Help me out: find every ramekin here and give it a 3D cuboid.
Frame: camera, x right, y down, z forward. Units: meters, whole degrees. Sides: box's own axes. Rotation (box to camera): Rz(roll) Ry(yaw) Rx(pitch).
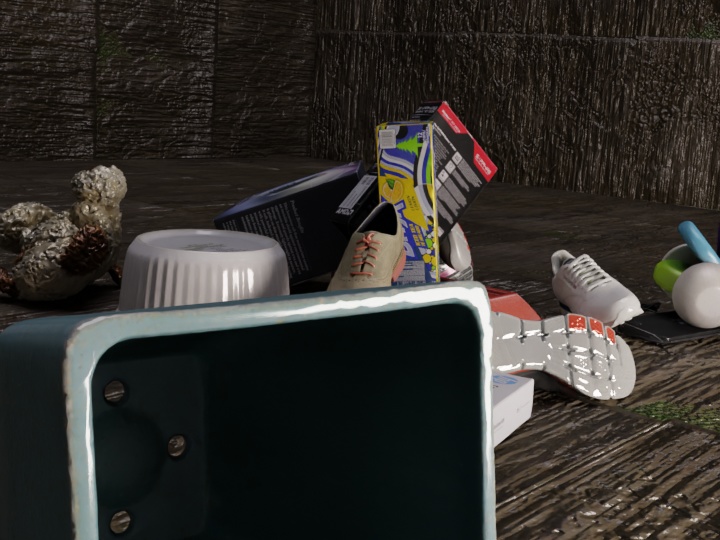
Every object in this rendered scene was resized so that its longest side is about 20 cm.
[{"bbox_3d":[-0.172,0.017,1.085,0.199,0.105,0.200,4,10,-1],"label":"ramekin"}]

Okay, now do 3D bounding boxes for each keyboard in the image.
[{"bbox_3d":[0.402,0.067,1.257,0.199,0.021,0.127,-3,19,-38],"label":"keyboard"}]

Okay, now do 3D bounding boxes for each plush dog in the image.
[{"bbox_3d":[-0.369,-0.018,1.207,0.199,0.161,0.172,-22,18,18],"label":"plush dog"}]

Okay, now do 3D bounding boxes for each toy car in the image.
[{"bbox_3d":[0.482,-0.007,1.241,0.199,0.151,0.175,10,16,7],"label":"toy car"}]

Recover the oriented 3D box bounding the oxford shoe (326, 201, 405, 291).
[{"bbox_3d":[0.000,0.000,0.982,0.070,0.075,0.200,6,34,10],"label":"oxford shoe"}]

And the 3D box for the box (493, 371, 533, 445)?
[{"bbox_3d":[0.029,0.110,0.837,0.199,0.041,0.156,11,12,27],"label":"box"}]

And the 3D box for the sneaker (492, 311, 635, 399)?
[{"bbox_3d":[0.172,0.083,0.947,0.199,0.077,0.082,14,-20,-16],"label":"sneaker"}]

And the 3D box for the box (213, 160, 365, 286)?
[{"bbox_3d":[-0.074,-0.060,1.314,0.198,0.124,0.200,-18,10,4],"label":"box"}]

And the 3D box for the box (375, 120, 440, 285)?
[{"bbox_3d":[0.055,-0.068,1.103,0.064,0.201,0.070,-1,10,6],"label":"box"}]

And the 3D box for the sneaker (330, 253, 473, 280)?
[{"bbox_3d":[0.057,0.001,1.331,0.199,0.075,0.081,0,11,-15],"label":"sneaker"}]

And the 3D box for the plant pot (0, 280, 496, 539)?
[{"bbox_3d":[-0.076,0.103,0.452,0.196,0.197,0.200,-5,5,-38],"label":"plant pot"}]

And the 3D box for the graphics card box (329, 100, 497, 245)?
[{"bbox_3d":[0.068,-0.094,1.190,0.125,0.200,0.051,46,-18,-30],"label":"graphics card box"}]

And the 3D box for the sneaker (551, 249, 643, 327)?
[{"bbox_3d":[0.288,0.024,1.225,0.076,0.081,0.200,-20,10,-8],"label":"sneaker"}]

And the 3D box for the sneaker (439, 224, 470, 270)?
[{"bbox_3d":[0.081,-0.066,1.309,0.077,0.082,0.200,48,13,-51],"label":"sneaker"}]

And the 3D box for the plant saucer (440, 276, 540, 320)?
[{"bbox_3d":[0.078,0.043,1.155,0.199,0.037,0.200,-9,13,-33],"label":"plant saucer"}]
